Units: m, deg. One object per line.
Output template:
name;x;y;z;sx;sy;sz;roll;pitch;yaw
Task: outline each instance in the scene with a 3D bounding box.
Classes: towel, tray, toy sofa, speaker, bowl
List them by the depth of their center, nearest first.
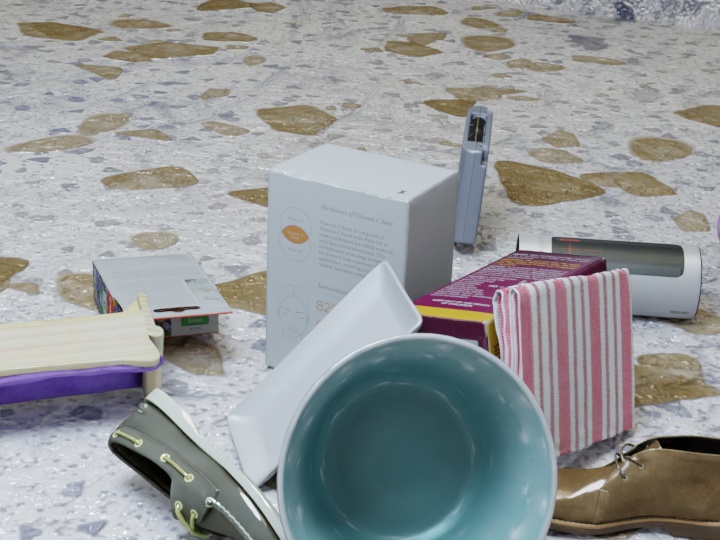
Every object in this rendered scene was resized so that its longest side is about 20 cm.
bowl;0.034;0.143;0.986;0.198;0.204;0.105;0;2;-7
tray;-0.028;0.089;1.134;0.022;0.200;0.108;40;10;-30
towel;0.175;0.078;1.154;0.030;0.149;0.199;3;7;40
toy sofa;-0.272;0.087;1.195;0.197;0.084;0.098;-5;39;-19
speaker;0.262;0.006;1.471;0.197;0.082;0.081;4;21;4

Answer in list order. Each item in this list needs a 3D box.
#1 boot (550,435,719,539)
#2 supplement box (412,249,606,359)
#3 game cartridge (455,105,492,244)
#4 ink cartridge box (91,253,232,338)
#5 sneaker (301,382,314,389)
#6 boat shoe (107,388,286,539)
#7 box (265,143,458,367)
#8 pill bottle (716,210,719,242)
boot;0.206;0.163;1.077;0.197;0.076;0.074;1;26;2
supplement box;0.130;0.072;1.199;0.102;0.133;0.199;5;19;39
game cartridge;0.136;-0.113;1.678;0.040;0.135;0.200;5;22;5
ink cartridge box;-0.201;0.035;1.365;0.107;0.051;0.200;-4;19;-19
sneaker;0.001;0.138;1.120;0.198;0.072;0.079;16;30;42
boat shoe;-0.121;0.168;1.039;0.060;0.073;0.201;-38;49;-18
box;0.000;0.000;1.289;0.151;0.203;0.106;15;24;27
pill bottle;0.463;-0.022;1.530;0.103;0.106;0.200;5;21;5
